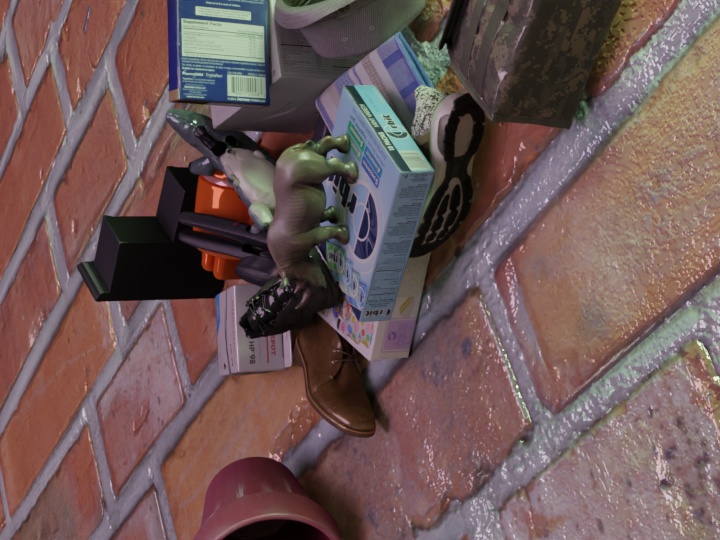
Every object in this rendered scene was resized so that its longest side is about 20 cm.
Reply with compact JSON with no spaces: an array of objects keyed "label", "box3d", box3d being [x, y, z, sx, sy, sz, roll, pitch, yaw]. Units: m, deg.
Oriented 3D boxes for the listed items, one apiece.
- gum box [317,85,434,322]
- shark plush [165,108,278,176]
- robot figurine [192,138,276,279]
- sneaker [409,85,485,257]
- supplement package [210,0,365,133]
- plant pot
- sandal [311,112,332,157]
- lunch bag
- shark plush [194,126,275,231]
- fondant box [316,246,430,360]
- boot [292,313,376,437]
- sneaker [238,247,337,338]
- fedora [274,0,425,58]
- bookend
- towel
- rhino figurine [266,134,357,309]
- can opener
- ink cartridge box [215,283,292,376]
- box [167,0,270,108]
[{"label":"gum box","box3d":[0.008,-0.074,1.580,0.170,0.044,0.201,-121,37,-45]},{"label":"shark plush","box3d":[-0.163,-0.146,1.826,0.200,0.083,0.091,39,82,28]},{"label":"robot figurine","box3d":[-0.169,-0.091,1.943,0.144,0.115,0.202,-62,-18,-73]},{"label":"sneaker","box3d":[0.074,-0.112,1.554,0.088,0.076,0.202,35,121,39]},{"label":"supplement package","box3d":[-0.092,-0.297,1.776,0.191,0.146,0.202,-24,70,56]},{"label":"plant pot","box3d":[-0.126,0.341,1.833,0.179,0.198,0.202,-114,35,-60]},{"label":"sandal","box3d":[-0.051,-0.115,1.798,0.077,0.042,0.201,-95,20,-43]},{"label":"lunch bag","box3d":[0.152,-0.263,1.400,0.201,0.117,0.165,-118,39,-46]},{"label":"shark plush","box3d":[-0.141,-0.098,1.752,0.199,0.091,0.083,34,155,10]},{"label":"fondant box","box3d":[0.000,0.000,1.717,0.200,0.058,0.146,40,124,53]},{"label":"boot","box3d":[-0.028,0.122,1.760,0.076,0.073,0.201,-63,37,29]},{"label":"sneaker","box3d":[-0.089,0.037,1.712,0.076,0.090,0.200,59,152,14]},{"label":"fedora","box3d":[0.003,-0.308,1.625,0.091,0.199,0.177,59,-172,-28]},{"label":"bookend","box3d":[-0.287,-0.064,2.062,0.092,0.198,0.200,50,132,46]},{"label":"towel","box3d":[0.030,-0.172,1.643,0.148,0.024,0.200,60,146,0]},{"label":"rhino figurine","box3d":[-0.061,-0.050,1.575,0.060,0.087,0.202,-134,47,-56]},{"label":"can opener","box3d":[-0.159,-0.038,1.853,0.199,0.078,0.064,24,117,28]},{"label":"ink cartridge box","box3d":[-0.145,0.079,1.907,0.200,0.066,0.117,156,111,-74]},{"label":"box","box3d":[-0.162,-0.291,1.639,0.032,0.120,0.202,-1,89,57]}]
